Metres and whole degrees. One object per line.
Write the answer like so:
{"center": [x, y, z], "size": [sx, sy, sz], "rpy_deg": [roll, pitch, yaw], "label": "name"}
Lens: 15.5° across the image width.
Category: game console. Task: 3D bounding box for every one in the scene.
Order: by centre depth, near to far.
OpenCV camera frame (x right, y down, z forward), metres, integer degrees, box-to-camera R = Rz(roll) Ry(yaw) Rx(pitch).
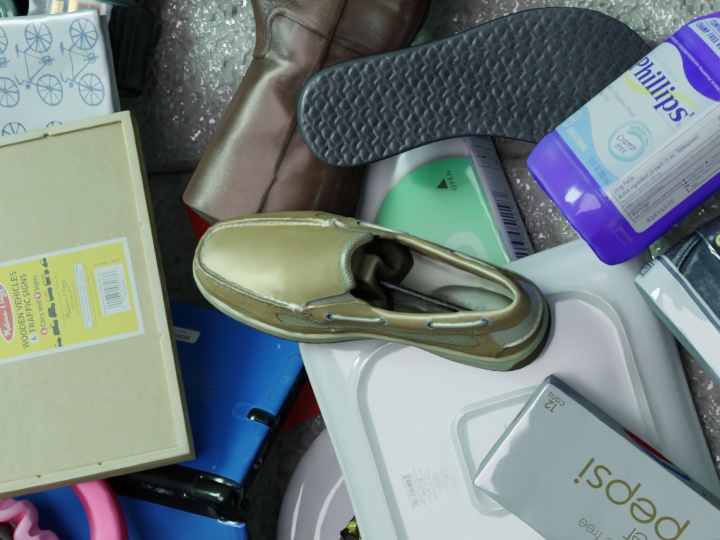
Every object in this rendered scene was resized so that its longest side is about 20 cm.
{"center": [-0.116, 0.119, 1.560], "size": [0.200, 0.118, 0.171], "rpy_deg": [11, 61, 35], "label": "game console"}

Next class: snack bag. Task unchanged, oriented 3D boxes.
{"center": [-0.223, -0.061, 1.566], "size": [0.200, 0.021, 0.189], "rpy_deg": [1, 107, 27], "label": "snack bag"}

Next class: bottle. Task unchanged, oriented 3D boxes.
{"center": [0.184, -0.090, 1.380], "size": [0.200, 0.065, 0.084], "rpy_deg": [-38, 40, 6], "label": "bottle"}

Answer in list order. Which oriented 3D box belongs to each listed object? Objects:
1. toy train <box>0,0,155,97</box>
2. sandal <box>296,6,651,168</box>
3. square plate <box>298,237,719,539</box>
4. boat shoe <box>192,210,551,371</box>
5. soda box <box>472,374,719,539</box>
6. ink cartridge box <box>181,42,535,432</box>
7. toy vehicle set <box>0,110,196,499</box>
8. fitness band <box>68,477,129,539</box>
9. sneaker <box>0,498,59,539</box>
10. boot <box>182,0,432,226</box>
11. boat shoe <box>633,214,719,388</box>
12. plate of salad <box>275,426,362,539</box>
{"center": [-0.175, -0.192, 1.587], "size": [0.114, 0.085, 0.200], "rpy_deg": [9, 90, 16], "label": "toy train"}
{"center": [0.064, -0.101, 1.436], "size": [0.200, 0.043, 0.076], "rpy_deg": [-6, 96, -4], "label": "sandal"}
{"center": [0.084, 0.097, 1.418], "size": [0.198, 0.028, 0.200], "rpy_deg": [-17, 88, 8], "label": "square plate"}
{"center": [0.000, 0.000, 1.389], "size": [0.200, 0.076, 0.072], "rpy_deg": [8, 74, 18], "label": "boat shoe"}
{"center": [0.157, 0.140, 1.361], "size": [0.200, 0.064, 0.068], "rpy_deg": [37, 95, 3], "label": "soda box"}
{"center": [-0.007, -0.015, 1.506], "size": [0.200, 0.050, 0.161], "rpy_deg": [-26, 76, 22], "label": "ink cartridge box"}
{"center": [-0.170, 0.020, 1.481], "size": [0.124, 0.027, 0.200], "rpy_deg": [-11, 80, 2], "label": "toy vehicle set"}
{"center": [-0.223, 0.177, 1.486], "size": [0.200, 0.037, 0.144], "rpy_deg": [-42, 78, -5], "label": "fitness band"}
{"center": [-0.191, 0.207, 1.529], "size": [0.200, 0.095, 0.079], "rpy_deg": [43, 148, 10], "label": "sneaker"}
{"center": [-0.068, -0.112, 1.463], "size": [0.186, 0.064, 0.200], "rpy_deg": [23, 102, 6], "label": "boot"}
{"center": [0.237, 0.051, 1.361], "size": [0.091, 0.071, 0.200], "rpy_deg": [-39, 82, 1], "label": "boat shoe"}
{"center": [0.035, 0.163, 1.474], "size": [0.200, 0.048, 0.200], "rpy_deg": [-2, 86, 28], "label": "plate of salad"}
